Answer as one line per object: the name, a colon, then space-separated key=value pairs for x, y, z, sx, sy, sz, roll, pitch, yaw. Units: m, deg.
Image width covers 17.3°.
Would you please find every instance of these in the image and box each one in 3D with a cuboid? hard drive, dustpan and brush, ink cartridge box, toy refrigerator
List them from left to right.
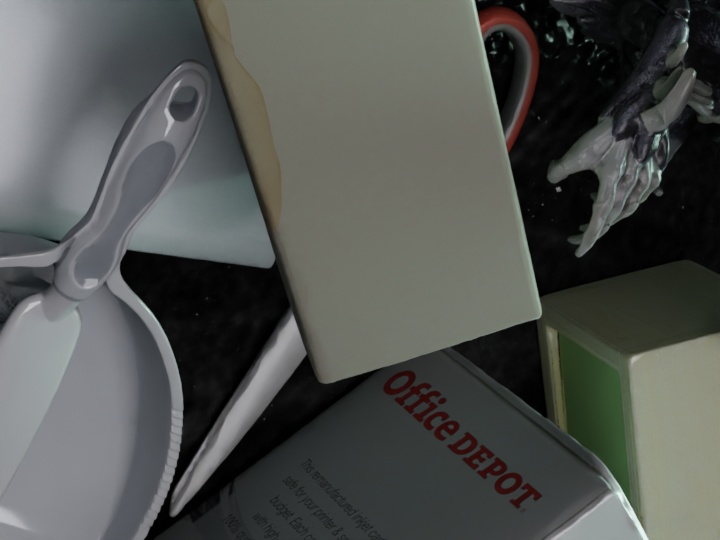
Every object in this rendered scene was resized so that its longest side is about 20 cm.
hard drive: x=-0.109 y=-0.077 z=0.730 sx=0.200 sy=0.027 sz=0.132 roll=7 pitch=102 yaw=-24
dustpan and brush: x=-0.098 y=0.016 z=0.721 sx=0.139 sy=0.057 sz=0.200 roll=20 pitch=108 yaw=-26
ink cartridge box: x=-0.012 y=0.128 z=0.760 sx=0.200 sy=0.146 sz=0.086 roll=-35 pitch=116 yaw=-9
toy refrigerator: x=0.112 y=0.106 z=0.843 sx=0.070 sy=0.076 sz=0.200 roll=-14 pitch=110 yaw=-18

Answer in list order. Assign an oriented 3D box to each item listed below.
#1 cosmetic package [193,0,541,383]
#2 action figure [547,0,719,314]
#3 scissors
cosmetic package: x=-0.010 y=-0.077 z=0.656 sx=0.073 sy=0.104 sz=0.200 roll=-17 pitch=133 yaw=-2
action figure: x=0.117 y=-0.031 z=0.740 sx=0.119 sy=0.200 sz=0.102 roll=24 pitch=99 yaw=-26
scissors: x=0.000 y=0.000 z=0.802 sx=0.073 sy=0.014 sz=0.200 roll=18 pitch=96 yaw=-27
